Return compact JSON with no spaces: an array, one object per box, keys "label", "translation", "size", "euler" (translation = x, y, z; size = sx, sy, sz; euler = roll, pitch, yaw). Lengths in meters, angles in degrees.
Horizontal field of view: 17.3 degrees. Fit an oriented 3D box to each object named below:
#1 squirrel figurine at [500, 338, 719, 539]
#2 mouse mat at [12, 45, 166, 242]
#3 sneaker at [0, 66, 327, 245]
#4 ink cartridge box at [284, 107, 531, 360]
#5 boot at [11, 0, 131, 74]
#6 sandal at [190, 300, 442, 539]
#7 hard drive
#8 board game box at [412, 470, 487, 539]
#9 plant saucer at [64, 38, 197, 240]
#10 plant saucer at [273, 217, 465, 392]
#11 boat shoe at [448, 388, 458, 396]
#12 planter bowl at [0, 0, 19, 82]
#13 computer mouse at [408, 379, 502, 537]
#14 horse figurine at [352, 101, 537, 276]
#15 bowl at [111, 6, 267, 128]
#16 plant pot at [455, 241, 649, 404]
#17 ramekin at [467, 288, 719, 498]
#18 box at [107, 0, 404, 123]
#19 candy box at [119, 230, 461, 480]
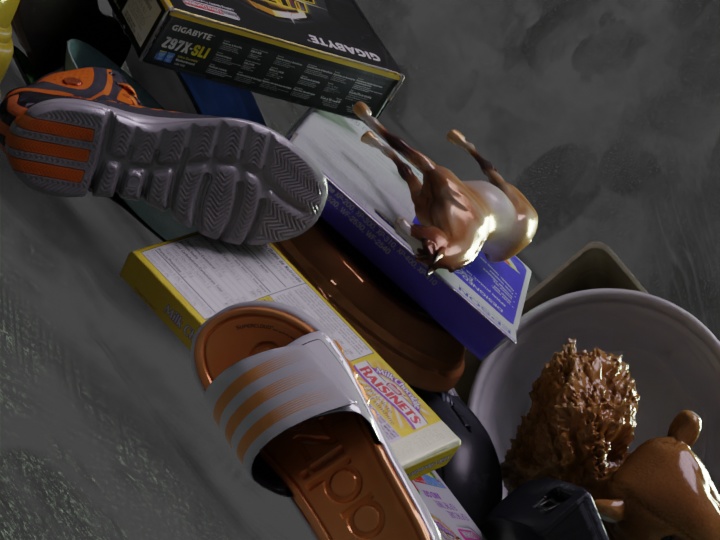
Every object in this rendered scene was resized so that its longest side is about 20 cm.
[{"label":"squirrel figurine","translation":[0.168,0.147,1.542],"size":[0.200,0.142,0.187],"euler":[47,-12,19]},{"label":"mouse mat","translation":[-0.155,-0.061,1.596],"size":[0.200,0.008,0.161],"euler":[41,10,-38]},{"label":"sneaker","translation":[-0.120,-0.079,1.414],"size":[0.200,0.078,0.112],"euler":[16,17,-20]},{"label":"ink cartridge box","translation":[0.026,-0.028,1.585],"size":[0.198,0.043,0.200],"euler":[41,14,-4]},{"label":"boot","translation":[-0.219,-0.176,1.610],"size":[0.075,0.074,0.200],"euler":[30,-5,11]},{"label":"sandal","translation":[-0.023,0.096,1.276],"size":[0.207,0.079,0.059],"euler":[53,6,20]},{"label":"hard drive","translation":[0.126,0.197,1.459],"size":[0.200,0.042,0.135],"euler":[151,-83,-81]},{"label":"board game box","translation":[0.009,0.128,1.436],"size":[0.200,0.040,0.153],"euler":[52,9,29]},{"label":"plant saucer","translation":[-0.136,-0.066,1.557],"size":[0.201,0.039,0.201],"euler":[47,9,-9]},{"label":"plant saucer","translation":[0.000,0.000,1.600],"size":[0.200,0.037,0.200],"euler":[39,16,-13]},{"label":"boat shoe","translation":[0.009,0.054,1.723],"size":[0.200,0.072,0.066],"euler":[62,9,29]},{"label":"planter bowl","translation":[-0.260,-0.200,1.420],"size":[0.200,0.083,0.200],"euler":[46,8,-8]},{"label":"computer mouse","translation":[0.033,0.094,1.592],"size":[0.140,0.046,0.200],"euler":[23,35,-27]},{"label":"horse figurine","translation":[0.065,-0.046,1.559],"size":[0.133,0.050,0.200],"euler":[49,17,25]},{"label":"bowl","translation":[-0.120,-0.122,1.713],"size":[0.201,0.039,0.201],"euler":[56,-13,21]},{"label":"plant pot","translation":[0.175,0.132,1.850],"size":[0.200,0.200,0.177],"euler":[50,-4,17]},{"label":"ramekin","translation":[0.178,0.121,1.704],"size":[0.200,0.200,0.105],"euler":[50,-4,16]},{"label":"box","translation":[-0.085,-0.184,1.609],"size":[0.200,0.049,0.160],"euler":[13,32,-38]},{"label":"candy box","translation":[-0.041,0.051,1.374],"size":[0.200,0.026,0.102],"euler":[46,35,21]}]
